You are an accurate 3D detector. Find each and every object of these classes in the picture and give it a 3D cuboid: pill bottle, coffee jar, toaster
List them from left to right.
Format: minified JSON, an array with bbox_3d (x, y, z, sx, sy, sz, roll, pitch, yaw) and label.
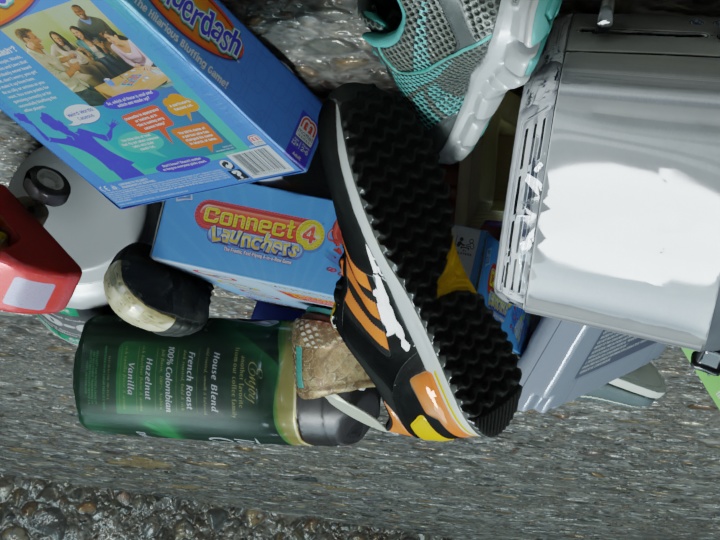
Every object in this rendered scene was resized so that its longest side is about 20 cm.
[{"bbox_3d":[-0.194,-0.019,1.209,0.113,0.113,0.200,6,164,-2],"label":"pill bottle"},{"bbox_3d":[-0.088,0.075,1.159,0.200,0.086,0.104,1,175,15],"label":"coffee jar"},{"bbox_3d":[0.144,-0.044,0.889,0.129,0.114,0.200,10,121,8],"label":"toaster"}]

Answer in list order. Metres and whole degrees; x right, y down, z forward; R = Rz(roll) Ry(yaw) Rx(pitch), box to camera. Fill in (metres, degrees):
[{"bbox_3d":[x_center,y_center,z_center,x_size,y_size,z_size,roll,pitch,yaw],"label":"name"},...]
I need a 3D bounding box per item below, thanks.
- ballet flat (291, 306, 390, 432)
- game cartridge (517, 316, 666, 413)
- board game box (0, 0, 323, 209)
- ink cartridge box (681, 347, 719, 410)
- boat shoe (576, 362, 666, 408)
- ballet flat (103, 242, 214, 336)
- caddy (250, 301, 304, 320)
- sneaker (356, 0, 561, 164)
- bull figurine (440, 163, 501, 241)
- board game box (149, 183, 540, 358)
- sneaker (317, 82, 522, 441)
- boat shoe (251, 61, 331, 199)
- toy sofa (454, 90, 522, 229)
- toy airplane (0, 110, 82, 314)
[{"bbox_3d":[0.035,0.075,1.093,0.200,0.065,0.070,16,174,-32],"label":"ballet flat"},{"bbox_3d":[0.179,0.017,1.115,0.042,0.133,0.200,35,-153,25],"label":"game cartridge"},{"bbox_3d":[-0.136,-0.113,0.867,0.152,0.045,0.200,-8,142,41],"label":"board game box"},{"bbox_3d":[0.302,0.005,0.968,0.145,0.084,0.200,-13,159,-48],"label":"ink cartridge box"},{"bbox_3d":[0.121,0.061,1.195,0.200,0.073,0.062,20,118,-19],"label":"boat shoe"},{"bbox_3d":[-0.130,0.019,1.058,0.057,0.067,0.200,-37,180,3],"label":"ballet flat"},{"bbox_3d":[0.003,0.019,1.284,0.141,0.105,0.200,27,173,-22],"label":"caddy"},{"bbox_3d":[0.039,-0.120,0.873,0.091,0.078,0.200,24,160,-4],"label":"sneaker"},{"bbox_3d":[0.086,-0.027,1.164,0.121,0.065,0.200,-1,160,44],"label":"bull figurine"},{"bbox_3d":[0.000,0.000,1.050,0.200,0.056,0.196,12,174,17],"label":"board game box"},{"bbox_3d":[0.008,0.003,0.895,0.090,0.200,0.070,-15,-167,42],"label":"sneaker"},{"bbox_3d":[-0.063,-0.076,1.026,0.067,0.074,0.200,-2,164,19],"label":"boat shoe"},{"bbox_3d":[0.159,-0.052,1.018,0.200,0.083,0.098,7,163,-5],"label":"toy sofa"},{"bbox_3d":[-0.287,-0.043,1.017,0.199,0.141,0.200,-10,117,15],"label":"toy airplane"}]
